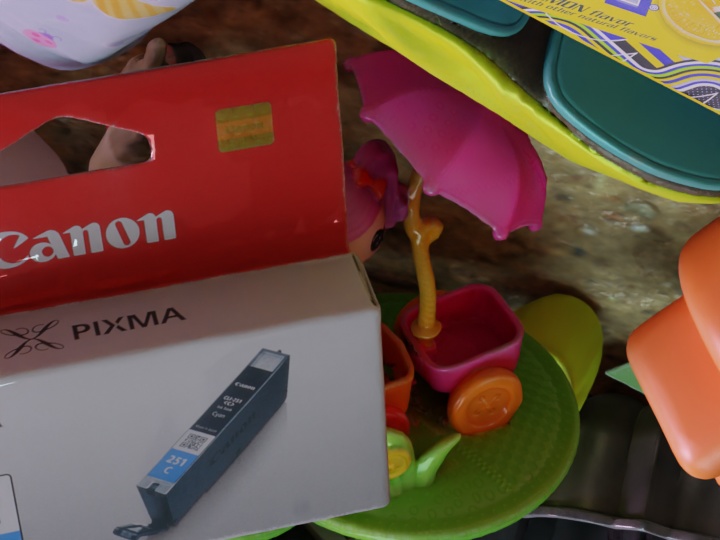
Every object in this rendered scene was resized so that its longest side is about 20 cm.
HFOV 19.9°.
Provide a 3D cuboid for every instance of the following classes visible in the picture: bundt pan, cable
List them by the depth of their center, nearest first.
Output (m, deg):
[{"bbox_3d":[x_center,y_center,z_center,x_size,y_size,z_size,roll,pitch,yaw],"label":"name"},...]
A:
[{"bbox_3d":[-0.109,-0.026,0.850,0.050,0.098,0.200,10,150,-26],"label":"cable"},{"bbox_3d":[0.147,0.115,1.034,0.200,0.076,0.202,12,164,4],"label":"bundt pan"}]

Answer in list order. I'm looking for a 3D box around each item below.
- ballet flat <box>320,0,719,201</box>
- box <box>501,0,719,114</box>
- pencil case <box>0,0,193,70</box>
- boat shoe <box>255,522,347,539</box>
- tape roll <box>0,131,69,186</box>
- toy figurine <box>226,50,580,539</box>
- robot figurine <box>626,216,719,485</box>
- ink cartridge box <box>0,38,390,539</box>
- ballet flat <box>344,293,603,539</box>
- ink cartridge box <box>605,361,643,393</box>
[{"bbox_3d":[0.054,-0.085,0.727,0.199,0.067,0.067,28,165,-21],"label":"ballet flat"},{"bbox_3d":[0.085,-0.116,0.661,0.199,0.065,0.070,24,149,-22],"label":"box"},{"bbox_3d":[-0.062,-0.125,0.634,0.083,0.091,0.200,31,160,-21],"label":"pencil case"},{"bbox_3d":[-0.069,0.106,0.881,0.200,0.076,0.060,35,-156,32],"label":"boat shoe"},{"bbox_3d":[-0.226,0.008,0.818,0.201,0.203,0.140,16,114,-9],"label":"tape roll"},{"bbox_3d":[0.000,0.000,0.818,0.199,0.150,0.185,-15,133,-19],"label":"toy figurine"},{"bbox_3d":[0.198,0.005,0.755,0.199,0.117,0.144,-35,111,19],"label":"robot figurine"},{"bbox_3d":[-0.093,0.022,0.718,0.198,0.045,0.177,-11,124,-10],"label":"ink cartridge box"},{"bbox_3d":[0.044,0.087,0.924,0.067,0.200,0.067,55,167,-15],"label":"ballet flat"},{"bbox_3d":[0.217,0.047,0.921,0.199,0.060,0.104,28,148,-29],"label":"ink cartridge box"}]
